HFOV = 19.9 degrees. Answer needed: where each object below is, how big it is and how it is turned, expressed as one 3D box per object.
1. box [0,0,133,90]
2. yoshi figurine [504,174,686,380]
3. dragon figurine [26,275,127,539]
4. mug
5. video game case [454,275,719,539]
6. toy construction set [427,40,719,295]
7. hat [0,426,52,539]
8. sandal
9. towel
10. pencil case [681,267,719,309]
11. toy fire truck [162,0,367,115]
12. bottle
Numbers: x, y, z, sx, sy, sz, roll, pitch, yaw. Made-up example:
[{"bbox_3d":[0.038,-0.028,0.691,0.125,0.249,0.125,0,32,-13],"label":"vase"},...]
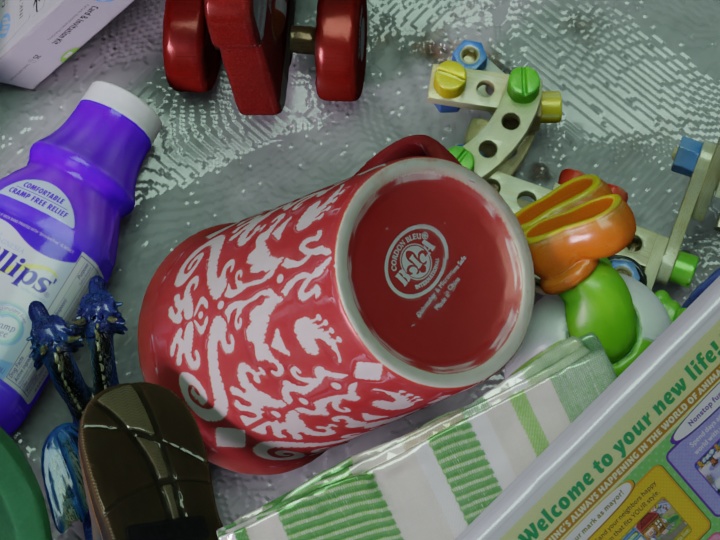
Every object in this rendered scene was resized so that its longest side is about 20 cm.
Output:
[{"bbox_3d":[-0.152,-0.211,1.138,0.041,0.199,0.157,13,63,-33],"label":"box"},{"bbox_3d":[0.153,0.050,1.011,0.112,0.111,0.201,-35,106,-38],"label":"yoshi figurine"},{"bbox_3d":[-0.130,0.106,1.055,0.058,0.100,0.202,-13,68,-1],"label":"dragon figurine"},{"bbox_3d":[-0.010,0.000,1.012,0.132,0.200,0.179,13,73,-25],"label":"mug"},{"bbox_3d":[0.165,0.126,0.947,0.200,0.022,0.182,-44,103,-6],"label":"video game case"},{"bbox_3d":[0.120,-0.047,1.110,0.198,0.092,0.132,15,70,21],"label":"toy construction set"},{"bbox_3d":[-0.254,0.104,1.055,0.164,0.176,0.202,-21,109,-9],"label":"hat"},{"bbox_3d":[-0.101,0.151,0.983,0.081,0.055,0.201,-4,59,-21],"label":"sandal"},{"bbox_3d":[0.050,0.137,0.952,0.199,0.023,0.154,-26,105,-7],"label":"towel"},{"bbox_3d":[0.249,0.077,1.054,0.078,0.087,0.201,-45,67,28],"label":"pencil case"},{"bbox_3d":[-0.051,-0.191,1.129,0.111,0.168,0.202,4,69,5],"label":"toy fire truck"},{"bbox_3d":[-0.177,-0.010,1.122,0.083,0.065,0.201,25,72,15],"label":"bottle"}]
